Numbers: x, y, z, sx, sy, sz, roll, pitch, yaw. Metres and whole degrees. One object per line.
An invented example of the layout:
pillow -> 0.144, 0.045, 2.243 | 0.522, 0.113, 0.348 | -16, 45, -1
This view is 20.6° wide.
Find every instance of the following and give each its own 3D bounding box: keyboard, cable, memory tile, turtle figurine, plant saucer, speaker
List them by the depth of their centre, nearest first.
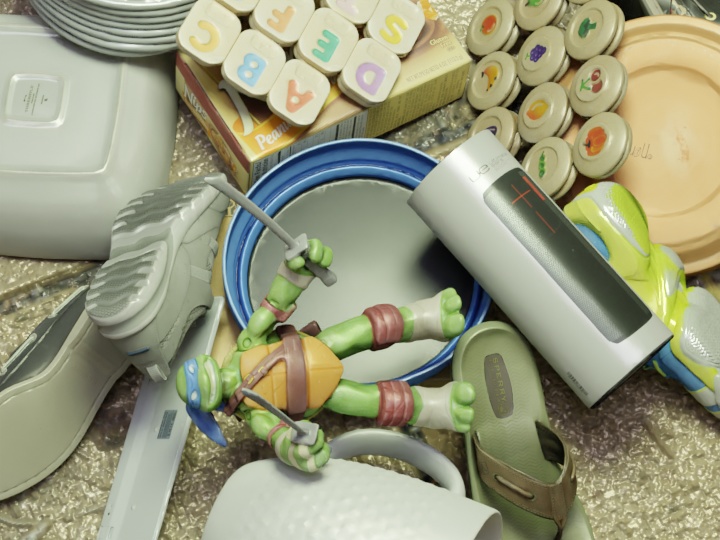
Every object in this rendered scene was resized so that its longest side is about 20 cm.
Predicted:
turtle figurine -> -0.016, 0.056, 1.315 | 0.193, 0.200, 0.144 | -2, 42, -20
speaker -> 0.124, -0.002, 1.396 | 0.081, 0.081, 0.200 | -38, 80, -16
keyboard -> -0.143, 0.111, 1.420 | 0.056, 0.011, 0.201 | -1, 64, 36
plant saucer -> 0.227, -0.094, 1.489 | 0.200, 0.032, 0.201 | -2, 82, 13
memory tile -> 0.138, -0.141, 1.505 | 0.153, 0.017, 0.201 | -24, 55, 39
cable -> -0.167, -0.258, 1.522 | 0.199, 0.069, 0.200 | -9, 59, -12

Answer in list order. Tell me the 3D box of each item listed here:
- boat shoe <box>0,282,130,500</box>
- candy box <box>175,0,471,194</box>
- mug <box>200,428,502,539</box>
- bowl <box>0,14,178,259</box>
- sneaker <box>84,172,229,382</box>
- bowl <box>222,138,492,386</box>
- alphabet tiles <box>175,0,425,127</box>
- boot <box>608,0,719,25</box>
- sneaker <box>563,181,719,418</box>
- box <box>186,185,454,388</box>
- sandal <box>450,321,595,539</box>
boat shoe -> -0.229, 0.085, 1.441 | 0.200, 0.073, 0.063 | -50, 31, -15
candy box -> -0.029, -0.152, 1.533 | 0.200, 0.055, 0.116 | -26, 66, -18
mug -> -0.002, 0.185, 1.343 | 0.175, 0.148, 0.200 | 18, 45, 16
bowl -> -0.244, -0.114, 1.518 | 0.199, 0.075, 0.201 | 5, 63, 2
sneaker -> -0.139, 0.002, 1.427 | 0.075, 0.082, 0.200 | -10, 32, 26
bowl -> 0.000, 0.000, 1.454 | 0.200, 0.039, 0.201 | 0, 66, 1
alphabet tiles -> -0.048, -0.211, 1.486 | 0.200, 0.015, 0.196 | 33, 61, -11
boot -> 0.287, -0.216, 1.563 | 0.150, 0.073, 0.200 | -32, 72, -13
sneaker -> 0.200, 0.037, 1.454 | 0.105, 0.076, 0.200 | -34, 86, 29
box -> -0.031, 0.014, 1.482 | 0.199, 0.021, 0.164 | -2, 65, -1
sandal -> 0.112, 0.134, 1.380 | 0.080, 0.057, 0.202 | -18, 88, -18
